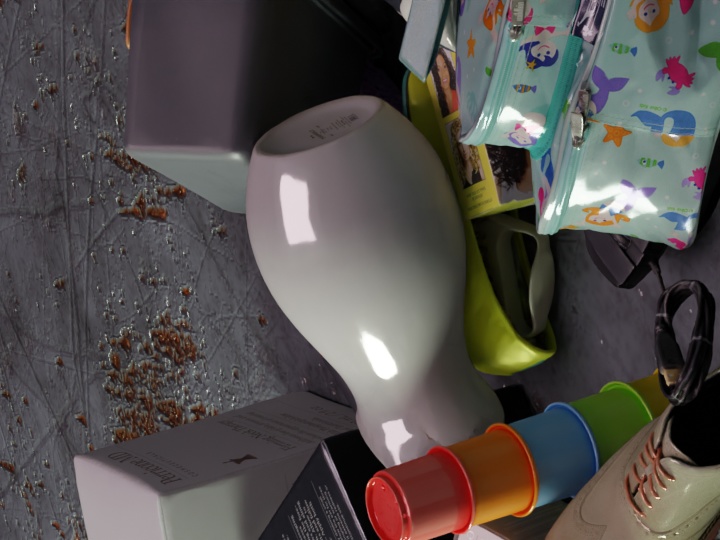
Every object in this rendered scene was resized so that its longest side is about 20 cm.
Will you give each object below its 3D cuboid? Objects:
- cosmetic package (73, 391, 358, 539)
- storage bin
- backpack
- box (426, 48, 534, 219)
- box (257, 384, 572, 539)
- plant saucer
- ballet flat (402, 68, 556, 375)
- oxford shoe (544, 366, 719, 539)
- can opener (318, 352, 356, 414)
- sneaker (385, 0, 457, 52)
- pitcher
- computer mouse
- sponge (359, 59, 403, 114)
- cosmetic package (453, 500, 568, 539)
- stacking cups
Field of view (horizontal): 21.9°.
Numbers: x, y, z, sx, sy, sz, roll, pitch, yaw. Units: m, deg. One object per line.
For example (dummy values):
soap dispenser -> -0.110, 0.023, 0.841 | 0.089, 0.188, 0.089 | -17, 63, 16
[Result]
cosmetic package -> -0.079, 0.202, 1.374 | 0.167, 0.199, 0.168 | 9, 111, 60
storage bin -> -0.079, -0.116, 1.156 | 0.144, 0.200, 0.135 | 4, 79, 21
backpack -> 0.120, -0.114, 0.885 | 0.178, 0.149, 0.201 | -87, -2, -53
box -> 0.073, -0.136, 1.062 | 0.050, 0.075, 0.201 | -23, 83, 65
box -> 0.029, 0.180, 1.211 | 0.108, 0.148, 0.200 | 65, 151, 22
plant saucer -> 0.050, -0.193, 0.882 | 0.070, 0.019, 0.201 | -64, -12, -73
ballet flat -> 0.080, -0.035, 1.121 | 0.067, 0.067, 0.202 | -4, 102, 41
oxford shoe -> 0.152, 0.095, 0.915 | 0.200, 0.074, 0.071 | -45, 55, 21
can opener -> -0.007, 0.046, 1.311 | 0.201, 0.063, 0.079 | 67, 157, 18
sneaker -> 0.014, -0.219, 0.967 | 0.129, 0.079, 0.200 | 29, 147, 43
pitcher -> 0.000, 0.000, 1.101 | 0.171, 0.121, 0.201 | 33, 147, 64
computer mouse -> 0.141, -0.001, 0.945 | 0.059, 0.034, 0.200 | -58, 20, 24
sponge -> 0.011, -0.069, 1.260 | 0.200, 0.030, 0.112 | 56, 146, 35
cosmetic package -> 0.141, 0.211, 0.998 | 0.199, 0.090, 0.108 | 25, 110, 37
stacking cups -> 0.096, 0.104, 0.987 | 0.060, 0.199, 0.061 | 39, 138, 48
